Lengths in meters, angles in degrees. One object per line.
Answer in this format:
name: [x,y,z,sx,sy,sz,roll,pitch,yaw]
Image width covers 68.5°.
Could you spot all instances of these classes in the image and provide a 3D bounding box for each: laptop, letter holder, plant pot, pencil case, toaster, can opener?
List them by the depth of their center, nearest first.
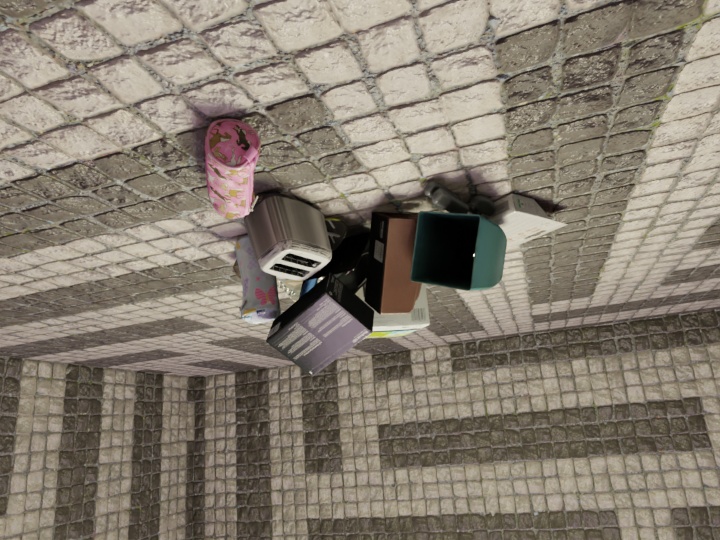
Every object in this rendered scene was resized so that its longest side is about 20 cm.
pencil case: [-0.204,-0.157,0.844,0.085,0.084,0.200,0,162,-13]
toaster: [-0.144,-0.064,1.049,0.113,0.131,0.199,-35,150,26]
can opener: [0.203,-0.143,1.082,0.198,0.053,0.067,11,123,-47]
plant pot: [0.221,-0.035,1.104,0.140,0.144,0.198,9,-178,38]
letter holder: [0.096,-0.017,1.145,0.140,0.204,0.100,1,-168,-20]
pencil case: [-0.236,0.020,1.212,0.089,0.203,0.083,-10,157,-2]
laptop: [-0.065,0.018,1.237,0.197,0.117,0.188,-12,-155,20]

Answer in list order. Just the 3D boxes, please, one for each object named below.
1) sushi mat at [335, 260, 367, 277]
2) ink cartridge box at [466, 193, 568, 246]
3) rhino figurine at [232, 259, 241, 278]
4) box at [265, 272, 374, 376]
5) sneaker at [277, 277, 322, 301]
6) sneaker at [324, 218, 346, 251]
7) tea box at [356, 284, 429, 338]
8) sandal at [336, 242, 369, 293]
sushi mat: [-0.058,0.015,1.351,0.199,0.012,0.096,-35,-164,12]
ink cartridge box: [0.352,-0.112,1.217,0.197,0.051,0.160,4,161,-36]
rhino figurine: [-0.234,-0.019,1.328,0.197,0.061,0.087,-16,158,26]
box: [-0.087,0.122,1.151,0.199,0.079,0.141,-38,111,27]
sneaker: [-0.189,0.042,1.467,0.197,0.094,0.076,13,159,-23]
sneaker: [-0.109,-0.068,1.207,0.198,0.079,0.090,-26,-169,27]
tea box: [0.056,0.106,1.450,0.196,0.136,0.197,0,165,-19]
sandal: [0.000,0.001,1.251,0.075,0.201,0.048,39,161,-1]
